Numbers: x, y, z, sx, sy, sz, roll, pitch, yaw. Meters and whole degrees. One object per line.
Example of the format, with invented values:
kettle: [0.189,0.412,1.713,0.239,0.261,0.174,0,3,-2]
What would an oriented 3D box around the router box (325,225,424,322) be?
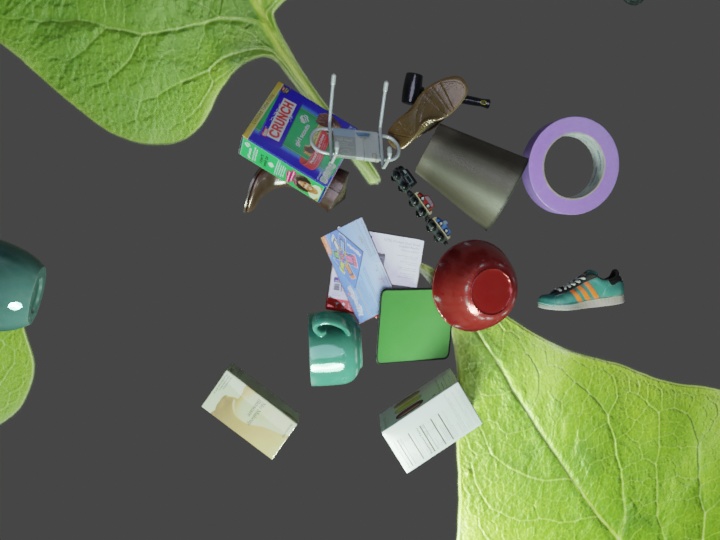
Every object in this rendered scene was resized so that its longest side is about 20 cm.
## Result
router box: [0.030,0.007,1.454,0.194,0.049,0.185,8,96,-2]

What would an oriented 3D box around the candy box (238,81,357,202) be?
candy box: [-0.128,-0.268,1.372,0.196,0.077,0.172,29,61,-4]

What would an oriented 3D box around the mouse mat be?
mouse mat: [0.121,0.119,1.444,0.195,0.007,0.166,0,99,-30]

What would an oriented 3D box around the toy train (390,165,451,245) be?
toy train: [0.137,-0.143,1.450,0.045,0.034,0.202,-37,95,-9]

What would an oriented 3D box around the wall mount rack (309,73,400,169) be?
wall mount rack: [-0.004,-0.297,1.341,0.194,0.075,0.179,3,67,-17]

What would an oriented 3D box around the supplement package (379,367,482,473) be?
supplement package: [0.151,0.327,1.458,0.197,0.114,0.111,-33,97,2]

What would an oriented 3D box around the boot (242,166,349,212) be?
boot: [-0.136,-0.168,1.430,0.196,0.064,0.190,28,93,-8]

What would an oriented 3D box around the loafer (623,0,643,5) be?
loafer: [0.614,-0.662,1.381,0.071,0.072,0.206,17,95,-2]

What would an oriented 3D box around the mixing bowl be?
mixing bowl: [0.261,0.040,1.416,0.194,0.108,0.207,-1,97,-12]

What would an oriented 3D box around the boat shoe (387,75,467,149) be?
boat shoe: [0.143,-0.332,1.393,0.199,0.072,0.073,-40,90,21]

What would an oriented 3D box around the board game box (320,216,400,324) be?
board game box: [0.000,0.000,1.419,0.101,0.019,0.205,-24,96,0]

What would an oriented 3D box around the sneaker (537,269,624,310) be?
sneaker: [0.483,0.042,1.459,0.194,0.071,0.083,-7,92,-5]

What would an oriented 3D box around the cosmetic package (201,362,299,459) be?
cosmetic package: [-0.242,0.311,1.471,0.198,0.071,0.106,36,94,-4]

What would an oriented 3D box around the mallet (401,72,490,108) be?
mallet: [0.185,-0.387,1.424,0.193,0.041,0.068,2,99,-5]

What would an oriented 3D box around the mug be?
mug: [-0.053,0.165,1.402,0.111,0.185,0.157,-3,86,-4]

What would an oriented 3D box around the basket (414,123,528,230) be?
basket: [0.225,-0.209,1.392,0.197,0.137,0.182,31,132,2]

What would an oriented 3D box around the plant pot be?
plant pot: [-0.755,0.034,1.380,0.157,0.200,0.206,14,96,-16]

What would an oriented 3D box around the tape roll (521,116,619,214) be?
tape roll: [0.451,-0.224,1.429,0.193,0.066,0.207,0,95,0]
